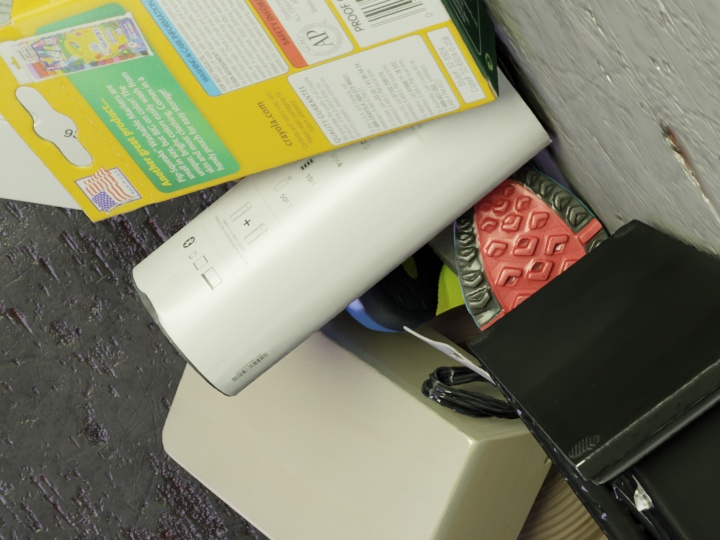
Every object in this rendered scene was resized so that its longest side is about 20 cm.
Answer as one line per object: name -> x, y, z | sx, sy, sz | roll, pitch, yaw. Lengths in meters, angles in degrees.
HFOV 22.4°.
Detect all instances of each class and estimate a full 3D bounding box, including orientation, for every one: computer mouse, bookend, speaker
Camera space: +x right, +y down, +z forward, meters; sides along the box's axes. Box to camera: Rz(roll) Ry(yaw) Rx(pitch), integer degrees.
computer mouse -> 0.120, 0.093, 1.005 | 0.199, 0.034, 0.059 | 18, -157, -19
bookend -> 0.148, 0.097, 0.691 | 0.200, 0.092, 0.199 | 53, 180, -12
speaker -> -0.008, -0.032, 0.862 | 0.081, 0.200, 0.081 | 50, -175, -6

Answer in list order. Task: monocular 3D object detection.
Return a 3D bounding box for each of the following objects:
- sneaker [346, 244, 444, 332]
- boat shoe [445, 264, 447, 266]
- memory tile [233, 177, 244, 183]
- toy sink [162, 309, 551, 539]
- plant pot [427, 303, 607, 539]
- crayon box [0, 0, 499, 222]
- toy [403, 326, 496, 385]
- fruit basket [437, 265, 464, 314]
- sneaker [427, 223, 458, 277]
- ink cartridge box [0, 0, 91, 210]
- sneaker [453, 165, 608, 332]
sneaker -> 0.000, 0.000, 1.048 | 0.200, 0.078, 0.066 | -67, -47, -73
boat shoe -> 0.050, -0.051, 1.168 | 0.200, 0.070, 0.066 | 36, -166, -4
memory tile -> -0.083, -0.110, 1.044 | 0.200, 0.017, 0.153 | 35, -151, -11
toy sink -> 0.001, 0.097, 1.078 | 0.200, 0.131, 0.112 | 33, -159, 31
plant pot -> 0.088, 0.101, 1.160 | 0.201, 0.201, 0.093 | 54, 177, 26
crayon box -> -0.057, -0.101, 0.771 | 0.126, 0.199, 0.052 | 55, -154, -45
toy -> 0.127, 0.068, 0.859 | 0.200, 0.047, 0.115 | 33, 177, -19
fruit basket -> 0.053, -0.008, 1.517 | 0.216, 0.155, 0.216 | 162, 90, -89
sneaker -> 0.085, -0.005, 1.074 | 0.200, 0.077, 0.111 | 48, 170, 7
ink cartridge box -> -0.223, -0.137, 1.044 | 0.145, 0.084, 0.200 | 8, -140, -25
sneaker -> 0.106, 0.025, 0.952 | 0.200, 0.079, 0.096 | 55, -178, -17
